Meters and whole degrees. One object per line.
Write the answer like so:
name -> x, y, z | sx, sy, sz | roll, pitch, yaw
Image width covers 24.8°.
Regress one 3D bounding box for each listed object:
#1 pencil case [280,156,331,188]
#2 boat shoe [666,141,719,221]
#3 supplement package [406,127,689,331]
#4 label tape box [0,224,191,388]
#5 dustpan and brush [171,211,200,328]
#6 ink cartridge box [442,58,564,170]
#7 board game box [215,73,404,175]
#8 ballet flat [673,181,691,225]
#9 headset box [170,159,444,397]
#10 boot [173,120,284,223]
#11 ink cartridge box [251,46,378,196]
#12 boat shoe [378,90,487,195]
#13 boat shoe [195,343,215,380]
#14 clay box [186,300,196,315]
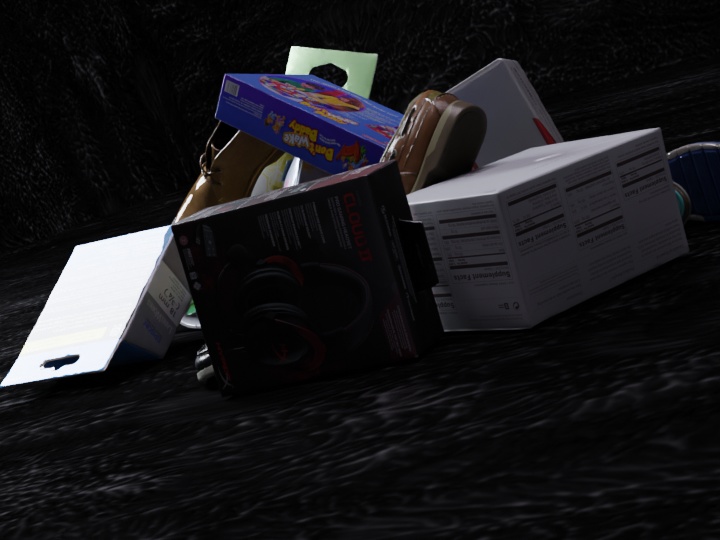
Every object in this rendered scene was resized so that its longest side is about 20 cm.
pencil case -> 0.022, -0.064, 1.582 | 0.198, 0.084, 0.091 | 13, 37, -9
boat shoe -> 0.309, -0.085, 1.527 | 0.072, 0.073, 0.199 | -21, 9, -42
supplement package -> 0.142, -0.033, 1.353 | 0.199, 0.112, 0.155 | -21, 10, -37
label tape box -> -0.256, 0.054, 1.650 | 0.143, 0.063, 0.201 | -11, 41, 32
dustpan and brush -> -0.191, 0.019, 1.760 | 0.057, 0.141, 0.200 | -9, -24, -35
ink cartridge box -> 0.154, -0.134, 1.669 | 0.083, 0.145, 0.200 | -30, 1, 12
board game box -> -0.019, -0.132, 1.543 | 0.199, 0.045, 0.134 | 27, 21, 32
ballet flat -> 0.210, -0.049, 1.504 | 0.198, 0.068, 0.064 | -12, 1, 24
headset box -> -0.032, 0.005, 1.305 | 0.198, 0.150, 0.075 | -12, 9, 23
boot -> -0.144, -0.101, 1.669 | 0.075, 0.074, 0.201 | 12, -60, -54
ink cartridge box -> -0.062, -0.132, 1.692 | 0.048, 0.202, 0.145 | 8, 4, -43
boat shoe -> 0.038, -0.060, 1.422 | 0.068, 0.201, 0.072 | 26, -6, 39
boat shoe -> -0.105, 0.043, 1.462 | 0.074, 0.067, 0.199 | -23, 4, 26
clay box -> -0.069, 0.023, 1.622 | 0.198, 0.048, 0.115 | -16, 10, 3
